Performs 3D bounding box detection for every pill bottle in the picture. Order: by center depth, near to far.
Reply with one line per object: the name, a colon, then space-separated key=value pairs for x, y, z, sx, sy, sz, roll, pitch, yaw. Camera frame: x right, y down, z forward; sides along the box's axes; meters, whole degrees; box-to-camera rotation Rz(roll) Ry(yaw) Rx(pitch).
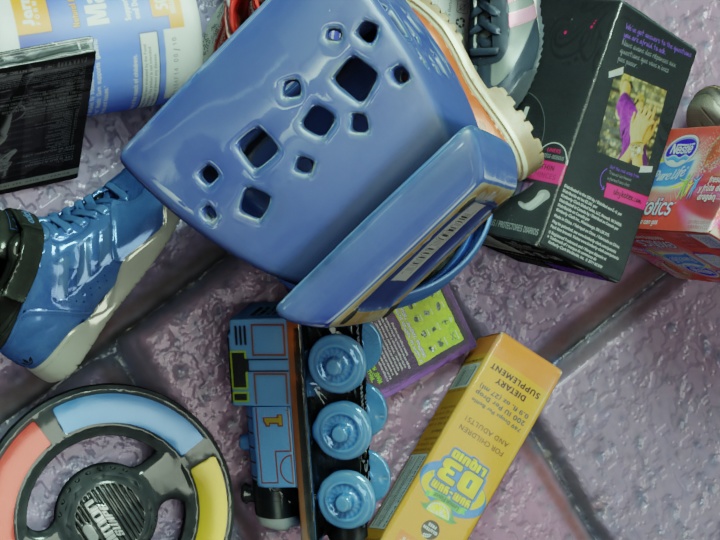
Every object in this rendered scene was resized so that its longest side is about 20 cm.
pill bottle: x=-0.223 y=-0.164 z=1.227 sx=0.199 sy=0.112 sz=0.113 roll=-11 pitch=96 yaw=-19

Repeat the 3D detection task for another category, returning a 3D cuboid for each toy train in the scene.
toy train: x=-0.040 y=0.115 z=1.309 sx=0.114 sy=0.087 sz=0.201 roll=-1 pitch=101 yaw=13

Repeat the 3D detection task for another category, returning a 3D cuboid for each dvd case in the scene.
dvd case: x=-0.262 y=-0.096 z=1.178 sx=0.148 sy=0.200 sz=0.016 roll=-14 pitch=71 yaw=-18

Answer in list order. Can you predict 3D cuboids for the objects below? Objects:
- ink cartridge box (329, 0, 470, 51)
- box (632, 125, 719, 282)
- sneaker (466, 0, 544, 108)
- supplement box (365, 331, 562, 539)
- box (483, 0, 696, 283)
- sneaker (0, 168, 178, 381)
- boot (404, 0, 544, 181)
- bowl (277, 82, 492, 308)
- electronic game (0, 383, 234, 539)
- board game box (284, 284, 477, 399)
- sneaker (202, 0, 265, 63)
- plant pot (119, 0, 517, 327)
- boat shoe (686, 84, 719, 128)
ink cartridge box: x=-0.001 y=-0.213 z=1.343 sx=0.199 sy=0.037 sz=0.095 roll=8 pitch=89 yaw=-21
box: x=0.284 y=-0.051 z=1.362 sx=0.102 sy=0.200 sz=0.095 roll=29 pitch=83 yaw=-17
sneaker: x=0.101 y=-0.220 z=1.321 sx=0.082 sy=0.070 sz=0.201 roll=22 pitch=72 yaw=-44
supplement box: x=0.081 y=0.151 z=1.361 sx=0.066 sy=0.069 sz=0.201 roll=33 pitch=79 yaw=-8
box: x=0.163 y=-0.106 z=1.346 sx=0.106 sy=0.122 sz=0.201 roll=23 pitch=84 yaw=-40
sneaker: x=-0.214 y=-0.028 z=1.243 sx=0.111 sy=0.077 sz=0.200 roll=36 pitch=87 yaw=-30
boot: x=0.037 y=-0.131 z=1.273 sx=0.107 sy=0.075 sz=0.200 roll=-32 pitch=70 yaw=-12
bowl: x=0.002 y=-0.060 z=1.295 sx=0.199 sy=0.039 sz=0.202 roll=2 pitch=64 yaw=-4
electronic game: x=-0.193 y=0.186 z=1.291 sx=0.199 sy=0.042 sz=0.201 roll=-1 pitch=93 yaw=-19
board game box: x=0.000 y=0.000 z=1.357 sx=0.120 sy=0.032 sz=0.201 roll=-29 pitch=101 yaw=-20
sneaker: x=-0.081 y=-0.169 z=1.232 sx=0.067 sy=0.108 sz=0.202 roll=31 pitch=124 yaw=-4
plant pot: x=-0.010 y=-0.075 z=1.146 sx=0.200 sy=0.200 sz=0.180 roll=-43 pitch=80 yaw=10
boat shoe: x=0.360 y=-0.106 z=1.462 sx=0.200 sy=0.074 sz=0.074 roll=35 pitch=71 yaw=-26
